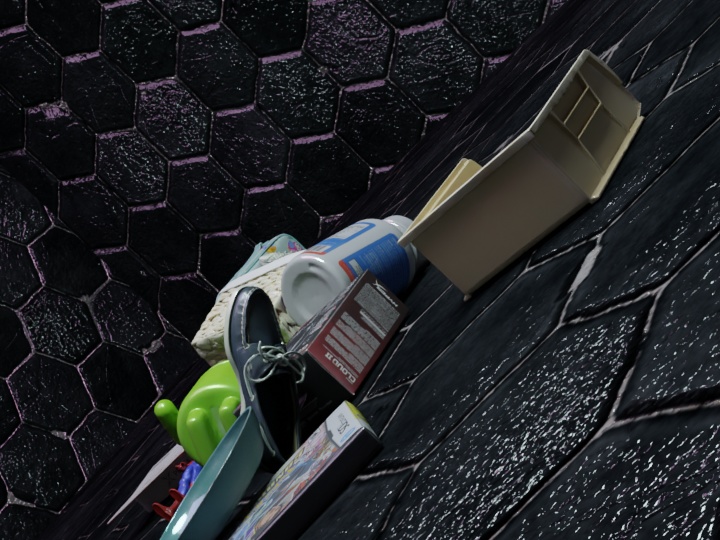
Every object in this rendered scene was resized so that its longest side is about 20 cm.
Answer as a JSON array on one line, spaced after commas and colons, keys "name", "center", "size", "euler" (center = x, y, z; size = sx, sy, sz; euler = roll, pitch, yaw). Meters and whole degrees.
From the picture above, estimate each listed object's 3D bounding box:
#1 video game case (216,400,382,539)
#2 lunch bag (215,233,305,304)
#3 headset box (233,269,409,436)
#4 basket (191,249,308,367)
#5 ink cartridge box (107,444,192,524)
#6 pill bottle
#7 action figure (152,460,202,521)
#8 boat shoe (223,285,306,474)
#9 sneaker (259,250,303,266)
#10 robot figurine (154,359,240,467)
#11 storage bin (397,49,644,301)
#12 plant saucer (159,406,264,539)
[{"name": "video game case", "center": [-0.066, 0.207, 1.230], "size": [0.200, 0.026, 0.181], "euler": [-46, 6, -3]}, {"name": "lunch bag", "center": [-0.152, 0.039, 2.404], "size": [0.200, 0.160, 0.077], "euler": [-51, 8, -34]}, {"name": "headset box", "center": [-0.046, 0.108, 1.541], "size": [0.149, 0.077, 0.200], "euler": [-42, 8, 36]}, {"name": "basket", "center": [-0.110, 0.079, 1.809], "size": [0.200, 0.136, 0.123], "euler": [-22, 28, 47]}, {"name": "ink cartridge box", "center": [-0.277, 0.299, 2.055], "size": [0.200, 0.045, 0.176], "euler": [-44, 5, 28]}, {"name": "pill bottle", "center": [0.000, 0.000, 1.716], "size": [0.200, 0.112, 0.112], "euler": [-30, -8, -48]}, {"name": "action figure", "center": [-0.224, 0.268, 1.892], "size": [0.065, 0.052, 0.200], "euler": [-47, 2, 31]}, {"name": "boat shoe", "center": [-0.097, 0.112, 1.417], "size": [0.075, 0.200, 0.062], "euler": [4, -12, -41]}, {"name": "sneaker", "center": [-0.040, 0.026, 1.890], "size": [0.200, 0.100, 0.070], "euler": [1, 11, 10]}, {"name": "robot figurine", "center": [-0.158, 0.177, 1.672], "size": [0.175, 0.116, 0.200], "euler": [-22, 8, 9]}, {"name": "storage bin", "center": [0.165, -0.097, 1.350], "size": [0.200, 0.094, 0.199], "euler": [-42, 7, 41]}, {"name": "plant saucer", "center": [-0.148, 0.228, 1.339], "size": [0.200, 0.036, 0.200], "euler": [-57, 5, 8]}]
